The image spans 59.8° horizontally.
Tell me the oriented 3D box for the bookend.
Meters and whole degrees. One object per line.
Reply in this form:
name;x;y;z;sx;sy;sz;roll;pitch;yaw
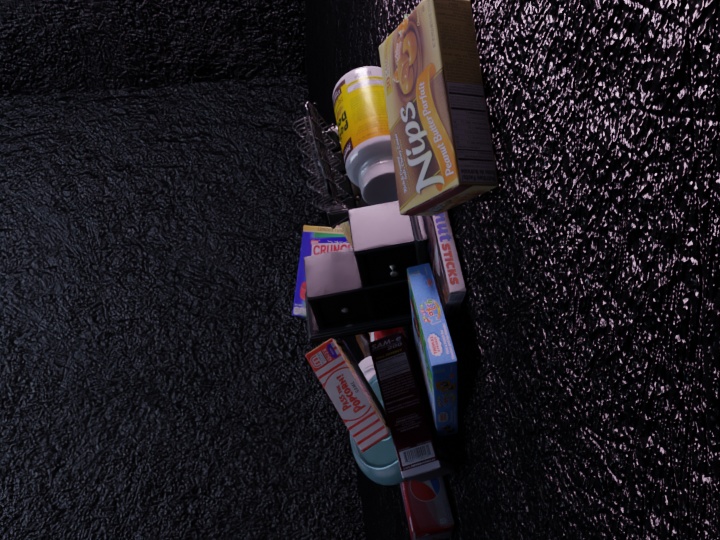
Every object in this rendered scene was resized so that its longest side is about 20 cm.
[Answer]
bookend;0.000;0.000;0.897;0.201;0.196;0.093;78;-177;-53

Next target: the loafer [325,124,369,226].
loafer;-0.004;-0.140;1.026;0.070;0.069;0.202;4;-111;-74

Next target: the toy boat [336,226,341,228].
toy boat;0.000;-0.020;1.480;0.131;0.129;0.202;46;-155;-46

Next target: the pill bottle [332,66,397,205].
pill bottle;0.023;-0.199;0.938;0.110;0.108;0.202;95;166;-59

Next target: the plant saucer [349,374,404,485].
plant saucer;0.046;0.250;1.044;0.199;0.027;0.202;-27;51;38

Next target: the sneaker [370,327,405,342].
sneaker;0.078;0.167;1.140;0.116;0.077;0.203;138;120;-67

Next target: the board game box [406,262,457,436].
board game box;0.100;0.113;0.854;0.201;0.036;0.153;77;-179;-51

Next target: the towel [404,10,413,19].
towel;0.081;-0.243;0.834;0.201;0.030;0.151;-104;11;-51

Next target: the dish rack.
dish rack;-0.053;-0.150;0.904;0.200;0.054;0.155;12;-119;-80

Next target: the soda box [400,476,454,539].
soda box;0.097;0.334;1.030;0.064;0.069;0.202;86;173;-50

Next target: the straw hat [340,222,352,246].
straw hat;0.026;-0.139;1.126;0.201;0.084;0.204;32;126;58

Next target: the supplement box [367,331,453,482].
supplement box;0.075;0.204;0.935;0.109;0.060;0.202;48;-156;-63

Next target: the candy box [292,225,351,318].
candy box;-0.049;0.010;1.364;0.077;0.167;0.203;24;-108;-67

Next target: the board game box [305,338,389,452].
board game box;-0.012;0.179;0.935;0.152;0.046;0.200;58;179;9

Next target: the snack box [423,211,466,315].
snack box;0.104;-0.047;0.830;0.072;0.024;0.202;90;172;-64

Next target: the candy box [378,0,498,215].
candy box;0.079;-0.170;0.670;0.115;0.055;0.203;-22;74;62

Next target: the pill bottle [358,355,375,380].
pill bottle;0.047;0.273;1.241;0.112;0.110;0.202;91;171;-48

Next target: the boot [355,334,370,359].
boot;0.012;0.145;1.440;0.188;0.068;0.202;39;-154;-82
